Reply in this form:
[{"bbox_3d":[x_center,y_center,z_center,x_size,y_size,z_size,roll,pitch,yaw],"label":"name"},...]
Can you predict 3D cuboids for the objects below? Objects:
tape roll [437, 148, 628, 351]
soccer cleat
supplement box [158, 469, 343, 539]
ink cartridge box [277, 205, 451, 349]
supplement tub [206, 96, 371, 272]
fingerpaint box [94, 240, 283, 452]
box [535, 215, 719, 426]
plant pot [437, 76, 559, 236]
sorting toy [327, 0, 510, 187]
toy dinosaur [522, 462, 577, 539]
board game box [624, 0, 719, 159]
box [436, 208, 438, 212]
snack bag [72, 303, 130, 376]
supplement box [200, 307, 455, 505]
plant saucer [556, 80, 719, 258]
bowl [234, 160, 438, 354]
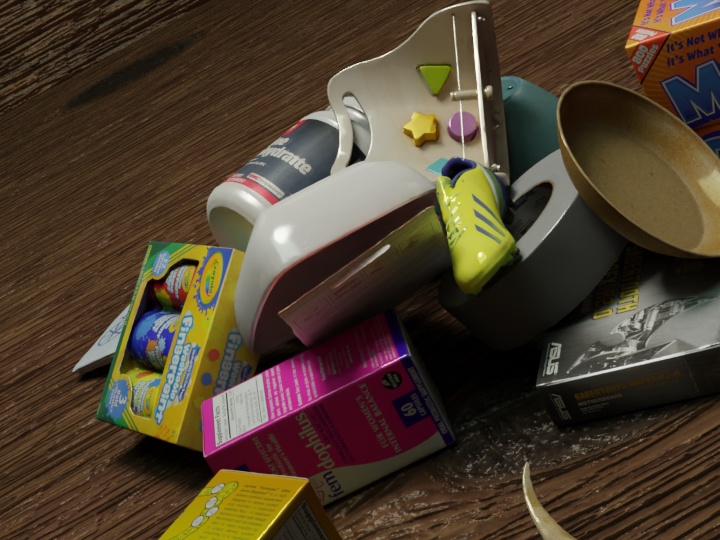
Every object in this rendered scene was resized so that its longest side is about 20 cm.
[{"bbox_3d":[0.162,-0.023,1.222,0.200,0.066,0.200,-46,14,15],"label":"tape roll"},{"bbox_3d":[0.093,-0.041,1.168,0.065,0.084,0.200,-44,14,22],"label":"soccer cleat"},{"bbox_3d":[-0.107,0.260,1.014,0.109,0.109,0.200,-2,35,44],"label":"supplement box"},{"bbox_3d":[0.000,0.000,1.186,0.161,0.050,0.200,-36,-18,-1],"label":"ink cartridge box"},{"bbox_3d":[-0.051,-0.080,1.422,0.200,0.140,0.140,-42,28,-27],"label":"supplement tub"},{"bbox_3d":[-0.177,0.076,1.365,0.167,0.073,0.200,7,78,51],"label":"fingerpaint box"},{"bbox_3d":[0.242,0.041,1.149,0.158,0.048,0.200,-16,27,25],"label":"box"},{"bbox_3d":[0.160,-0.133,1.467,0.200,0.135,0.200,-22,26,11],"label":"plant pot"},{"bbox_3d":[0.055,-0.152,1.349,0.180,0.107,0.200,-6,67,9],"label":"sorting toy"},{"bbox_3d":[0.154,0.211,0.928,0.101,0.058,0.200,-24,28,-28],"label":"toy dinosaur"},{"bbox_3d":[0.394,-0.199,1.275,0.200,0.200,0.200,-14,29,29],"label":"board game box"},{"bbox_3d":[0.115,-0.145,1.644,0.117,0.048,0.200,0,35,46],"label":"box"},{"bbox_3d":[-0.243,0.047,1.638,0.200,0.021,0.189,-23,21,38],"label":"snack bag"},{"bbox_3d":[-0.032,0.135,1.188,0.200,0.101,0.103,-27,24,5],"label":"supplement box"},{"bbox_3d":[0.243,-0.079,1.145,0.035,0.200,0.200,-52,7,39],"label":"plant saucer"},{"bbox_3d":[-0.036,-0.020,1.260,0.200,0.075,0.200,-30,-18,-26],"label":"bowl"}]
